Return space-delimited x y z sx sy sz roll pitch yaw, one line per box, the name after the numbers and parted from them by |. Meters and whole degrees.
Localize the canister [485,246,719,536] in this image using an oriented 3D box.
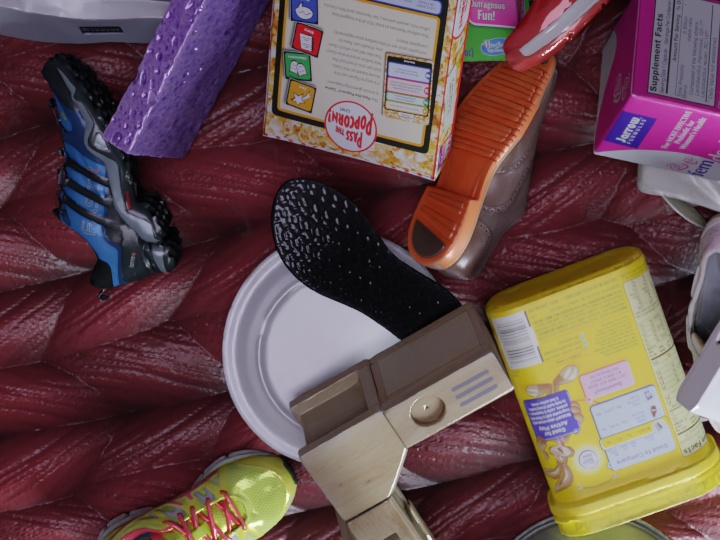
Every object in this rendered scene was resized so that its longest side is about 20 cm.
0.199 0.098 1.301 0.147 0.087 0.202 -20 99 8 | canister

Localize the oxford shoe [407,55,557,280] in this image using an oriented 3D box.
0.110 -0.087 1.287 0.073 0.071 0.202 27 94 -44 | oxford shoe

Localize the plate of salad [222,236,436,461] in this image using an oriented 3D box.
-0.018 0.065 1.328 0.197 0.048 0.203 -1 99 -8 | plate of salad

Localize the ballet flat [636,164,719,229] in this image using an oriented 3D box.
0.314 -0.053 1.279 0.198 0.069 0.070 25 103 2 | ballet flat

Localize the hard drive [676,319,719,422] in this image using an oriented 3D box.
0.351 0.074 1.258 0.199 0.026 0.133 20 105 -39 | hard drive

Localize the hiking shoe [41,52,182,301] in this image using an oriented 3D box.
-0.224 -0.077 1.296 0.086 0.074 0.202 -23 100 8 | hiking shoe

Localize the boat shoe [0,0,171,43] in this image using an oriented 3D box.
-0.229 -0.229 1.276 0.197 0.071 0.071 2 75 7 | boat shoe

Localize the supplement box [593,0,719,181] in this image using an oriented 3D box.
0.289 -0.134 1.210 0.197 0.101 0.105 12 67 -4 | supplement box

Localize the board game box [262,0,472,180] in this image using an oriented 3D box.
0.006 -0.184 1.218 0.150 0.046 0.202 16 123 13 | board game box

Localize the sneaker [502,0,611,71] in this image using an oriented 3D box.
0.158 -0.252 1.181 0.200 0.078 0.116 -44 89 1 | sneaker

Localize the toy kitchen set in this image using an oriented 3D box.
0.070 0.180 1.260 0.179 0.164 0.201 -29 120 6 | toy kitchen set

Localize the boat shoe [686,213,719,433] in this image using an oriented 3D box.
0.293 0.057 1.273 0.070 0.069 0.202 4 119 29 | boat shoe

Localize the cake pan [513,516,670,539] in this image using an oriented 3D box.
0.202 0.309 1.371 0.197 0.037 0.203 1 102 4 | cake pan

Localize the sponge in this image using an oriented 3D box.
-0.126 -0.183 1.248 0.030 0.111 0.202 32 102 15 | sponge

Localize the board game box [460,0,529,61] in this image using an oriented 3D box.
0.047 -0.261 1.210 0.151 0.040 0.202 1 118 21 | board game box

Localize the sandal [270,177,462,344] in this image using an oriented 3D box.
0.000 0.000 1.279 0.199 0.045 0.075 39 87 -23 | sandal

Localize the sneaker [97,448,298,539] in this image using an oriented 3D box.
-0.142 0.225 1.348 0.198 0.090 0.079 -30 97 8 | sneaker
